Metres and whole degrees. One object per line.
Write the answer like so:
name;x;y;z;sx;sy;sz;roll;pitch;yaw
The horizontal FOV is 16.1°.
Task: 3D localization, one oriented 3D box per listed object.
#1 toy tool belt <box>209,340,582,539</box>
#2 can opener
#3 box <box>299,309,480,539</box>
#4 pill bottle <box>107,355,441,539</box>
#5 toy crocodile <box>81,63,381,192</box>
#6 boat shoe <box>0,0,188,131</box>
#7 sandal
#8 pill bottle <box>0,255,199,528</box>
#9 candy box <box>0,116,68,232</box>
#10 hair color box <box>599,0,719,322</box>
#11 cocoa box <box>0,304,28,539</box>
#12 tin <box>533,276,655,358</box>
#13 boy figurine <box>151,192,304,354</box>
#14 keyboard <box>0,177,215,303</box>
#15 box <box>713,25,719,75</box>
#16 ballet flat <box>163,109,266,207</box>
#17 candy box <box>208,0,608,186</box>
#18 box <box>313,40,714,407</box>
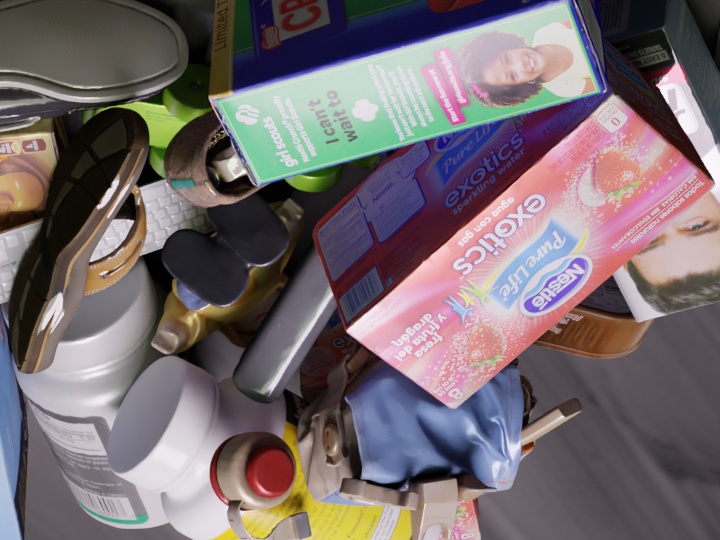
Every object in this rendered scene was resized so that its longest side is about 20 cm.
toy tool belt;0.023;0.101;1.514;0.200;0.125;0.123;-11;-179;-32
can opener;0.000;0.000;1.520;0.067;0.053;0.200;31;107;-3
box;0.020;0.093;1.719;0.095;0.103;0.200;-8;138;5
pill bottle;-0.055;0.133;1.600;0.200;0.111;0.111;29;129;-27
toy crocodile;-0.066;-0.093;1.529;0.200;0.062;0.068;5;138;-4
boat shoe;-0.201;-0.114;1.474;0.200;0.074;0.060;-7;154;-12
sandal;-0.157;-0.015;1.500;0.055;0.082;0.200;9;127;-22
pill bottle;-0.161;0.071;1.664;0.113;0.113;0.200;-9;140;5
candy box;-0.276;-0.055;1.548;0.200;0.055;0.115;-6;141;0
hair color box;0.176;-0.070;1.528;0.099;0.061;0.200;-15;125;23
cocoa box;-0.290;0.080;1.647;0.133;0.131;0.200;-3;140;-2
tin;0.099;-0.007;1.602;0.200;0.112;0.042;13;127;-21
boy figurine;-0.081;0.009;1.582;0.124;0.064;0.200;-45;169;-9
keyboard;-0.172;-0.018;1.557;0.200;0.011;0.056;-20;143;-13
box;0.285;-0.074;1.596;0.144;0.036;0.200;-2;140;-3
ballet flat;-0.018;-0.095;1.453;0.200;0.067;0.068;-36;104;-10
candy box;0.023;-0.146;1.381;0.200;0.169;0.077;-16;131;13
box;0.082;-0.035;1.423;0.200;0.103;0.095;-42;126;15
